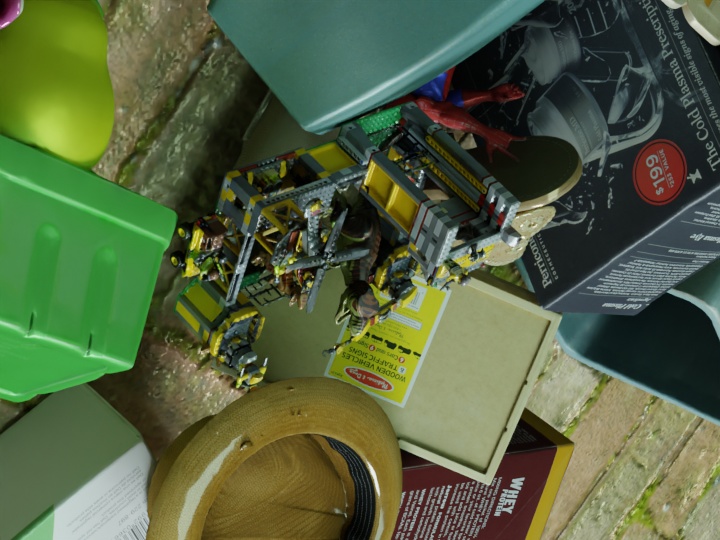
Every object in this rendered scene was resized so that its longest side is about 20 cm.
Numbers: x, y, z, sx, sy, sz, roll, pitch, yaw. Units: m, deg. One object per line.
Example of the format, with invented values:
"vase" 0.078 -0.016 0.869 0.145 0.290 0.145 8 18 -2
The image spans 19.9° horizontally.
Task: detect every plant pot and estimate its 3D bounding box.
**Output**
"plant pot" 0.249 -0.032 1.491 0.200 0.196 0.196 -54 141 -16
"plant pot" 0.021 -0.174 1.162 0.200 0.142 0.141 -41 179 5

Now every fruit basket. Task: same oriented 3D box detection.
"fruit basket" -0.198 -0.052 1.092 0.215 0.155 0.217 30 51 -47

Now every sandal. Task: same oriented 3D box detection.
"sandal" 0.080 -0.039 1.281 0.077 0.211 0.070 -35 114 -23

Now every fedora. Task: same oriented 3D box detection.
"fedora" -0.065 0.143 1.247 0.200 0.082 0.202 -19 119 -37

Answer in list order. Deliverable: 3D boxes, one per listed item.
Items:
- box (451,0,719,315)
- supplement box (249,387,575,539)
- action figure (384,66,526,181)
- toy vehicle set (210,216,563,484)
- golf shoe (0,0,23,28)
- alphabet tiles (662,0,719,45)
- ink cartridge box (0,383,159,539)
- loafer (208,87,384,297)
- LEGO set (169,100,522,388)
"box" 0.172 -0.101 1.297 0.104 0.201 0.182 4 148 -45
"supplement box" 0.013 0.181 1.439 0.199 0.133 0.198 -3 119 -43
"action figure" 0.078 -0.139 1.269 0.065 0.098 0.201 34 78 -82
"toy vehicle set" 0.017 0.042 1.318 0.027 0.199 0.125 -67 180 -74
"golf shoe" -0.211 -0.197 0.975 0.075 0.092 0.200 -28 137 3
"alphabet tiles" 0.213 -0.217 1.245 0.200 0.015 0.197 34 51 -32
"ink cartridge box" -0.178 0.189 1.291 0.145 0.087 0.201 -40 137 -16
"loafer" -0.038 -0.064 1.247 0.075 0.068 0.201 25 101 -10
"LEGO set" 0.000 0.000 1.175 0.199 0.116 0.154 -15 140 -44
